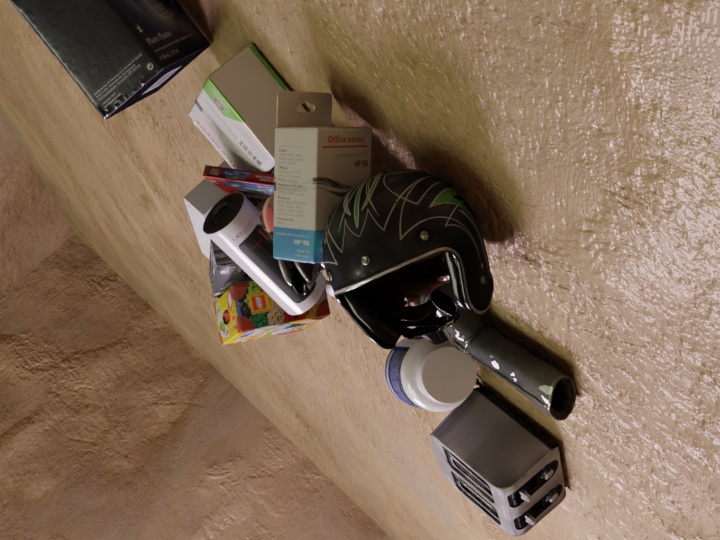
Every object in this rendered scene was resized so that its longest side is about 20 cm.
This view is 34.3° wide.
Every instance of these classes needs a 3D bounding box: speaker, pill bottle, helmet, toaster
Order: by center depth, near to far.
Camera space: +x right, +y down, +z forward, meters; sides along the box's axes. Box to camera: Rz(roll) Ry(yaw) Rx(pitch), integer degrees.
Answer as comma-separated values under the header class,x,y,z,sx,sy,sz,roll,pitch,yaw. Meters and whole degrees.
class,x,y,z,sx,sy,sz,roll,pitch,yaw
helmet,0.049,-0.023,1.350,0.191,0.200,0.200,53,164,-28
pill bottle,0.106,0.151,1.721,0.111,0.111,0.200,49,171,-4
speaker,-0.141,-0.024,1.724,0.200,0.081,0.081,47,167,-32
toaster,0.208,0.288,1.794,0.200,0.119,0.181,38,160,33

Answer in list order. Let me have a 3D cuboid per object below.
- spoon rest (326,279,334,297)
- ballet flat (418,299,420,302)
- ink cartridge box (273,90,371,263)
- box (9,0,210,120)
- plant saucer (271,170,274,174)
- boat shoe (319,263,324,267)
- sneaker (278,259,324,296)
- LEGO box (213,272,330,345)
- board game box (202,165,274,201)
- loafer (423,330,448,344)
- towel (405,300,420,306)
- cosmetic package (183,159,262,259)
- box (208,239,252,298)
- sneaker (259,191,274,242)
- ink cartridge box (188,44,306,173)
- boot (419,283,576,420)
class,x,y,z,sx,sy,sz,roll,pitch,yaw
spoon rest,-0.016,0.030,1.887,0.200,0.061,0.099,43,163,20
ballet flat,0.039,-0.019,1.549,0.069,0.069,0.201,-4,105,70
ink cartridge box,-0.045,-0.115,1.419,0.066,0.116,0.201,7,100,34
box,-0.335,-0.338,1.595,0.199,0.123,0.200,51,-159,-9
plant saucer,-0.074,-0.093,1.808,0.200,0.032,0.200,44,165,15
boat shoe,0.000,0.000,1.680,0.201,0.060,0.072,43,-155,-51
sneaker,-0.056,-0.004,1.712,0.200,0.116,0.075,32,151,-33
LEGO box,-0.147,0.062,1.897,0.200,0.148,0.078,146,112,-72
board game box,-0.114,-0.114,1.660,0.199,0.020,0.103,9,170,20
loafer,0.067,0.011,1.627,0.201,0.073,0.072,61,171,-8
towel,0.008,-0.017,1.526,0.144,0.023,0.201,-32,81,60
cosmetic package,-0.203,-0.106,1.893,0.052,0.151,0.200,43,164,18
box,-0.162,-0.016,1.872,0.200,0.157,0.050,119,139,-72
sneaker,-0.073,-0.112,1.502,0.073,0.201,0.087,26,136,-14
ink cartridge box,-0.155,-0.212,1.642,0.146,0.084,0.200,50,164,-5
boot,0.180,0.101,1.520,0.200,0.073,0.182,43,178,40
